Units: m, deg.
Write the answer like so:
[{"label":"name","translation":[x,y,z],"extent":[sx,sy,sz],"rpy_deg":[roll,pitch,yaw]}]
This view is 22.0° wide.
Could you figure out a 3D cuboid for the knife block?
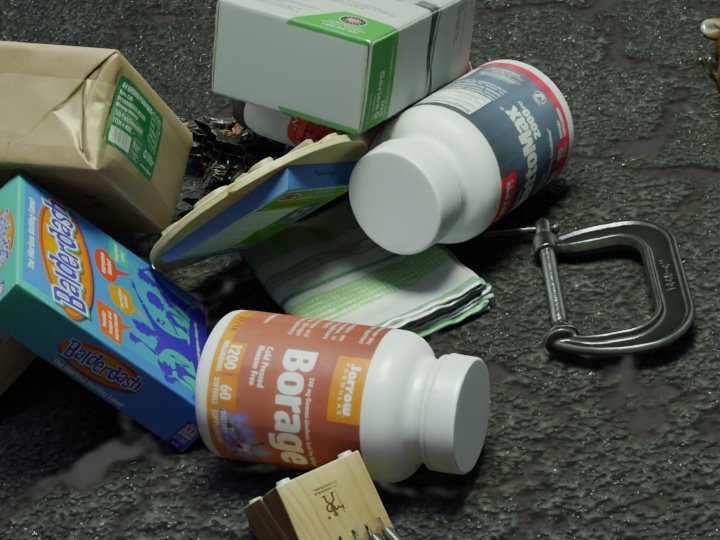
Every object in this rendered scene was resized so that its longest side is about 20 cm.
[{"label":"knife block","translation":[-0.004,0.217,1.247],"extent":[0.064,0.176,0.200],"rpy_deg":[-21,-7,-17]}]

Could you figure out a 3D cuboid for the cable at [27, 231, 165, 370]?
[{"label":"cable","translation":[-0.265,0.021,1.578],"extent":[0.163,0.051,0.200],"rpy_deg":[-35,46,-23]}]

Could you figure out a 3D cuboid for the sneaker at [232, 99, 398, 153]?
[{"label":"sneaker","translation":[-0.013,-0.124,1.617],"extent":[0.108,0.068,0.201],"rpy_deg":[33,13,36]}]

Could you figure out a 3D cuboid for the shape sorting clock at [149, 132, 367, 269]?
[{"label":"shape sorting clock","translation":[-0.083,-0.057,1.503],"extent":[0.199,0.200,0.039],"rpy_deg":[-24,83,-18]}]

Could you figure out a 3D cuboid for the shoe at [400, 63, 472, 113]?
[{"label":"shoe","translation":[0.072,-0.210,1.719],"extent":[0.071,0.092,0.200],"rpy_deg":[9,21,4]}]

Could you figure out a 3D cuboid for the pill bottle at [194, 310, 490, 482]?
[{"label":"pill bottle","translation":[-0.012,0.094,1.356],"extent":[0.199,0.113,0.112],"rpy_deg":[6,39,21]}]

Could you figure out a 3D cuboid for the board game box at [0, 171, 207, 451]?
[{"label":"board game box","translation":[-0.200,0.031,1.424],"extent":[0.045,0.200,0.152],"rpy_deg":[-41,32,19]}]

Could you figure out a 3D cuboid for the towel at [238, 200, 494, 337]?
[{"label":"towel","translation":[0.000,0.000,1.549],"extent":[0.149,0.031,0.200],"rpy_deg":[-23,38,-18]}]

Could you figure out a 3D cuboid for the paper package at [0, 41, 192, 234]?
[{"label":"paper package","translation":[-0.257,-0.107,1.524],"extent":[0.189,0.200,0.104],"rpy_deg":[4,76,14]}]

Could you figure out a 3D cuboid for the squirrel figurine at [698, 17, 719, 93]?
[{"label":"squirrel figurine","translation":[0.381,-0.242,1.648],"extent":[0.141,0.187,0.201],"rpy_deg":[20,70,-1]}]

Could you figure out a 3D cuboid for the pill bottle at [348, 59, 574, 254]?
[{"label":"pill bottle","translation":[0.082,-0.091,1.545],"extent":[0.119,0.120,0.200],"rpy_deg":[16,32,31]}]

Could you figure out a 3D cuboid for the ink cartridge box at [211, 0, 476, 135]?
[{"label":"ink cartridge box","translation":[-0.009,-0.193,1.542],"extent":[0.145,0.085,0.200],"rpy_deg":[18,28,24]}]

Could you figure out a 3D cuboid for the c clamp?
[{"label":"c clamp","translation":[0.179,0.013,1.493],"extent":[0.170,0.027,0.200],"rpy_deg":[-11,34,0]}]

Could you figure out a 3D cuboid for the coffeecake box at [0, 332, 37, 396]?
[{"label":"coffeecake box","translation":[-0.350,0.031,1.512],"extent":[0.154,0.073,0.200],"rpy_deg":[-48,46,-8]}]

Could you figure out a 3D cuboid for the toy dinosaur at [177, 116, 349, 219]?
[{"label":"toy dinosaur","translation":[-0.094,-0.101,1.659],"extent":[0.199,0.103,0.136],"rpy_deg":[-6,13,37]}]
